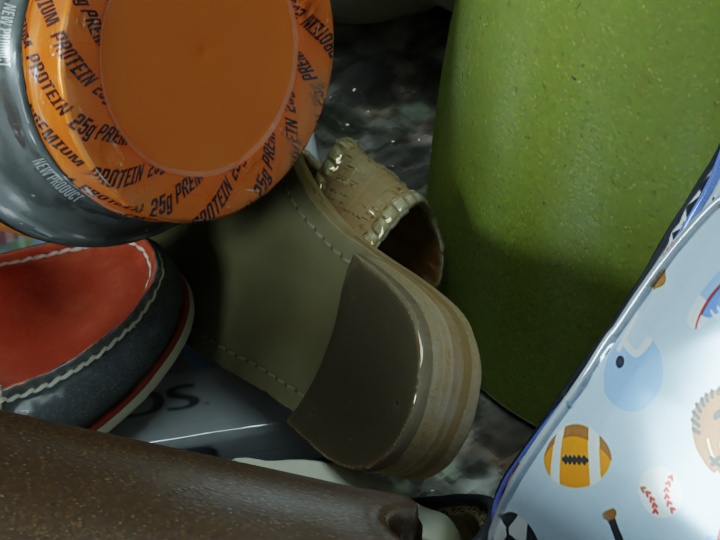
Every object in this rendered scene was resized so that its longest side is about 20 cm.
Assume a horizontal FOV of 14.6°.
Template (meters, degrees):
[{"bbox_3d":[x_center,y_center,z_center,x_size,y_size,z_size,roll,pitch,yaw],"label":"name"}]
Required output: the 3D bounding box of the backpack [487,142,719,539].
[{"bbox_3d":[0.142,0.060,0.702,0.190,0.200,0.154,40,31,17],"label":"backpack"}]

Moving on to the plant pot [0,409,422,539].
[{"bbox_3d":[-0.091,0.118,0.684,0.198,0.201,0.201,8,45,2],"label":"plant pot"}]

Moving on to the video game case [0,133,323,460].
[{"bbox_3d":[-0.100,-0.006,0.917,0.181,0.022,0.200,-9,44,-2],"label":"video game case"}]

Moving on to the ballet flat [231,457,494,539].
[{"bbox_3d":[-0.047,0.079,0.792,0.199,0.073,0.073,5,45,12],"label":"ballet flat"}]

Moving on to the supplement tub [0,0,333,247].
[{"bbox_3d":[-0.106,-0.074,0.844,0.122,0.123,0.200,-40,32,-29],"label":"supplement tub"}]

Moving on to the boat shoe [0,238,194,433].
[{"bbox_3d":[-0.144,0.033,0.822,0.200,0.063,0.071,-23,45,-10],"label":"boat shoe"}]

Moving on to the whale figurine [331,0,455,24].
[{"bbox_3d":[0.038,-0.159,0.999,0.199,0.104,0.159,-1,44,2],"label":"whale figurine"}]

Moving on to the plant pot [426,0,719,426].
[{"bbox_3d":[0.105,-0.077,0.838,0.187,0.200,0.187,-3,44,3],"label":"plant pot"}]

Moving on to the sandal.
[{"bbox_3d":[-0.002,0.005,0.843,0.069,0.078,0.212,14,18,-31],"label":"sandal"}]
